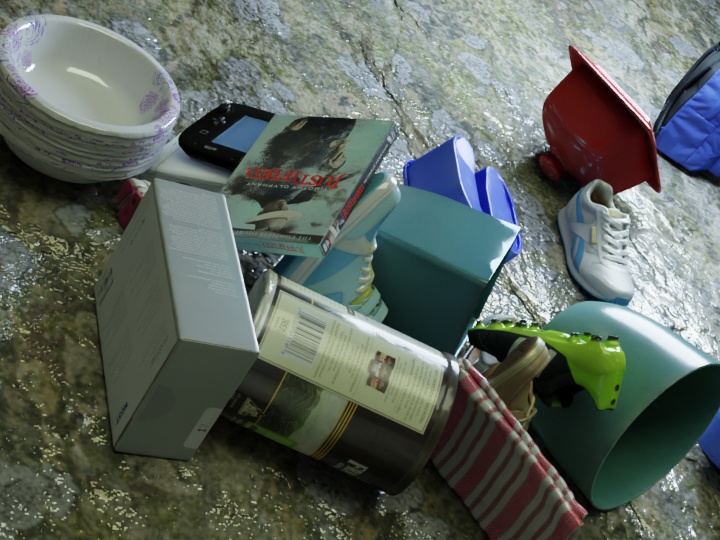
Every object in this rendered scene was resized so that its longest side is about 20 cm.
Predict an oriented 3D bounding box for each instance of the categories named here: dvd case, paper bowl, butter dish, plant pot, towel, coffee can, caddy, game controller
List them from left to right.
[{"bbox_3d":[-0.300,-0.171,1.358,0.200,0.104,0.201,20,35,-15],"label":"paper bowl"},{"bbox_3d":[-0.099,-0.134,1.392,0.200,0.042,0.104,19,34,29],"label":"game controller"},{"bbox_3d":[-0.063,-0.089,1.291,0.146,0.022,0.200,7,45,25],"label":"dvd case"},{"bbox_3d":[-0.029,0.105,1.214,0.200,0.146,0.146,26,36,-10],"label":"coffee can"},{"bbox_3d":[0.045,-0.007,1.420,0.200,0.141,0.141,27,34,9],"label":"plant pot"},{"bbox_3d":[0.114,-0.068,1.570,0.141,0.105,0.200,40,28,-31],"label":"caddy"},{"bbox_3d":[0.129,0.197,1.236,0.030,0.146,0.200,-22,61,-30],"label":"towel"},{"bbox_3d":[0.323,-0.184,1.844,0.200,0.148,0.199,54,0,29],"label":"butter dish"},{"bbox_3d":[0.267,0.129,1.388,0.200,0.201,0.161,-7,41,-43],"label":"plant pot"}]

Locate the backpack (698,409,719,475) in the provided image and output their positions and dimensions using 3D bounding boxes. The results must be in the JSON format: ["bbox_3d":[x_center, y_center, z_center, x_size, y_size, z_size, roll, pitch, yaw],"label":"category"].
[{"bbox_3d":[0.516,0.200,1.519,0.200,0.168,0.162,40,29,16],"label":"backpack"}]

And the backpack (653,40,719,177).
[{"bbox_3d":[0.593,-0.271,2.085,0.168,0.200,0.163,31,35,-3],"label":"backpack"}]

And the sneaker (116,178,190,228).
[{"bbox_3d":[-0.167,-0.026,1.321,0.087,0.074,0.200,-15,52,-39],"label":"sneaker"}]

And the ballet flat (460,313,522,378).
[{"bbox_3d":[0.152,0.091,1.438,0.069,0.071,0.200,40,35,6],"label":"ballet flat"}]

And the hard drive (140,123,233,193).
[{"bbox_3d":[-0.124,-0.114,1.425,0.200,0.027,0.132,12,31,17],"label":"hard drive"}]

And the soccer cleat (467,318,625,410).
[{"bbox_3d":[0.181,0.095,1.309,0.067,0.081,0.200,3,4,-40],"label":"soccer cleat"}]

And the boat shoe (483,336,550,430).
[{"bbox_3d":[0.146,0.133,1.278,0.065,0.200,0.072,43,53,9],"label":"boat shoe"}]

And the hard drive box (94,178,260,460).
[{"bbox_3d":[-0.172,0.044,1.166,0.077,0.156,0.200,13,41,-29],"label":"hard drive box"}]

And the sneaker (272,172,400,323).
[{"bbox_3d":[0.000,0.000,1.329,0.131,0.200,0.080,40,23,-13],"label":"sneaker"}]

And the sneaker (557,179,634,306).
[{"bbox_3d":[0.321,-0.037,1.714,0.076,0.081,0.200,15,41,-27],"label":"sneaker"}]
